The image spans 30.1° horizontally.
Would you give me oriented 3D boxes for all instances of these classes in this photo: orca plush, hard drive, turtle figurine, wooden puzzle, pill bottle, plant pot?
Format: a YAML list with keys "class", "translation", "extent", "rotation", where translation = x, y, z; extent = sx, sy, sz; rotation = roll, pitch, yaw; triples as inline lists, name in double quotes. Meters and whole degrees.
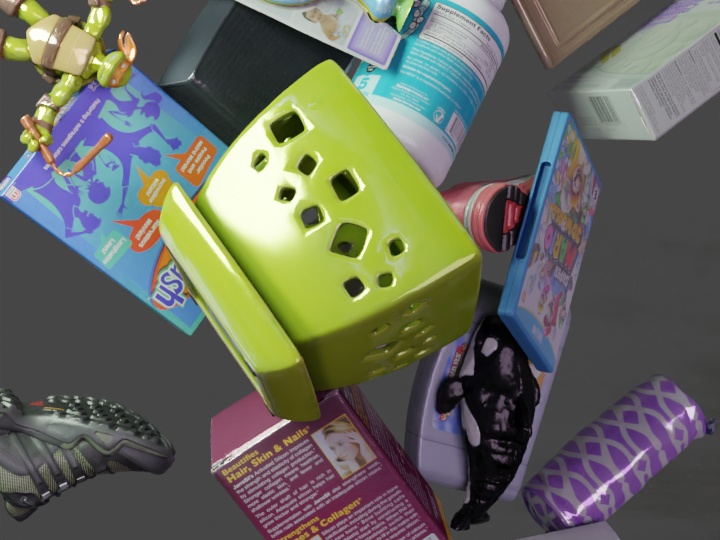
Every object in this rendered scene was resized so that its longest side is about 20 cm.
- class: "orca plush"
  translation: [0.124, 0.145, 1.228]
  extent: [0.105, 0.071, 0.200]
  rotation: [20, 89, -24]
- class: "hard drive"
  translation: [-0.067, -0.195, 1.136]
  extent: [0.135, 0.042, 0.200]
  rotation: [41, 67, -22]
- class: "turtle figurine"
  translation: [-0.239, -0.188, 1.051]
  extent: [0.161, 0.064, 0.200]
  rotation: [25, 95, -1]
- class: "wooden puzzle"
  translation: [0.190, -0.312, 1.248]
  extent: [0.200, 0.037, 0.185]
  rotation: [-40, 111, -26]
- class: "pill bottle"
  translation: [0.060, -0.177, 1.166]
  extent: [0.111, 0.111, 0.200]
  rotation: [34, 71, -23]
- class: "plant pot"
  translation: [-0.037, -0.006, 1.035]
  extent: [0.181, 0.200, 0.199]
  rotation: [-34, 73, -9]

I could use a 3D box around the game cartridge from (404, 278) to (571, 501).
- class: "game cartridge"
  translation: [0.116, 0.113, 1.279]
  extent: [0.133, 0.042, 0.200]
  rotation: [16, 90, -28]

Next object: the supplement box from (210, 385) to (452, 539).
- class: "supplement box"
  translation: [-0.025, 0.190, 1.174]
  extent: [0.131, 0.103, 0.200]
  rotation: [-32, 110, 5]

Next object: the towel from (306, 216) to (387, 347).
- class: "towel"
  translation: [0.000, 0.000, 1.215]
  extent: [0.200, 0.034, 0.133]
  rotation: [-43, 109, -14]

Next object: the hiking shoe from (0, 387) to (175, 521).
- class: "hiking shoe"
  translation: [-0.257, 0.157, 1.112]
  extent: [0.200, 0.076, 0.101]
  rotation: [12, 101, -15]

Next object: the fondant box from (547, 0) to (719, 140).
- class: "fondant box"
  translation: [0.295, -0.198, 1.254]
  extent: [0.200, 0.144, 0.058]
  rotation: [-36, 108, -15]

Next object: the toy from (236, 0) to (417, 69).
- class: "toy"
  translation: [-0.044, -0.258, 1.094]
  extent: [0.200, 0.047, 0.115]
  rotation: [26, 65, -8]

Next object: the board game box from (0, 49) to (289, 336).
- class: "board game box"
  translation: [-0.179, -0.063, 1.123]
  extent: [0.200, 0.045, 0.152]
  rotation: [39, 81, -24]

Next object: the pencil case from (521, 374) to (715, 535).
- class: "pencil case"
  translation: [0.251, 0.188, 1.325]
  extent: [0.200, 0.084, 0.086]
  rotation: [-35, 149, -15]

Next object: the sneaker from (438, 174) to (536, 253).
- class: "sneaker"
  translation: [0.118, -0.058, 1.216]
  extent: [0.200, 0.087, 0.074]
  rotation: [-4, 101, -63]

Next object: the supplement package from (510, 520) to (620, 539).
- class: "supplement package"
  translation: [0.191, 0.355, 1.260]
  extent: [0.117, 0.117, 0.200]
  rotation: [-6, 125, -22]

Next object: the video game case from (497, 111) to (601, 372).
- class: "video game case"
  translation: [0.176, -0.024, 1.224]
  extent: [0.143, 0.018, 0.200]
  rotation: [49, 54, -57]
